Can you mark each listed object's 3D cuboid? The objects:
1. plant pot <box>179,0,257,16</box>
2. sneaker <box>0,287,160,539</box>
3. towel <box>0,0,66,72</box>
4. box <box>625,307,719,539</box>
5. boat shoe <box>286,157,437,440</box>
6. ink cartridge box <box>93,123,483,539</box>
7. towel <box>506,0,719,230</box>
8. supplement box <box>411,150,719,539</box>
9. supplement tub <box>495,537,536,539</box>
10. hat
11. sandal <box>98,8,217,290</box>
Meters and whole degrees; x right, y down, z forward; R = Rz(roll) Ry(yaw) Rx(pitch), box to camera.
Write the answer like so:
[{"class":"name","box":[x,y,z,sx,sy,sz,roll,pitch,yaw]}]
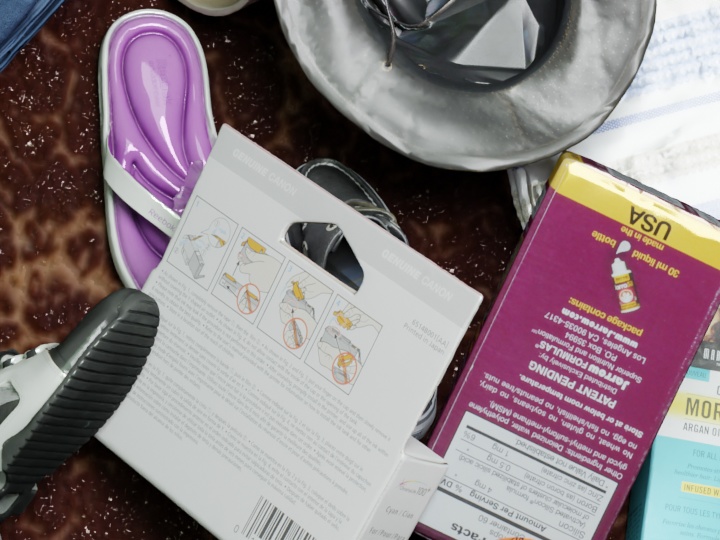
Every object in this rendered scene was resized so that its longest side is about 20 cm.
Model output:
[{"class":"plant pot","box":[-0.019,-0.257,1.498,0.200,0.187,0.188,-21,74,-28]},{"class":"sneaker","box":[-0.188,0.070,1.376,0.200,0.074,0.089,-47,69,6]},{"class":"towel","box":[-0.179,-0.194,1.455,0.200,0.048,0.112,-44,68,22]},{"class":"box","box":[0.194,0.079,1.460,0.082,0.049,0.201,10,70,-4]},{"class":"boat shoe","box":[0.000,0.000,1.416,0.070,0.066,0.200,0,43,-12]},{"class":"ink cartridge box","box":[-0.034,0.049,1.356,0.200,0.045,0.177,35,100,38]},{"class":"towel","box":[0.143,-0.083,1.462,0.146,0.024,0.201,-16,82,4]},{"class":"supplement box","box":[0.106,0.050,1.378,0.103,0.131,0.201,25,97,1]},{"class":"supplement tub","box":[0.042,0.221,1.253,0.122,0.123,0.200,38,51,7]},{"class":"hat","box":[0.051,-0.143,1.423,0.200,0.081,0.201,0,85,-3]},{"class":"sandal","box":[-0.102,-0.051,1.467,0.082,0.050,0.203,-15,73,-12]}]
